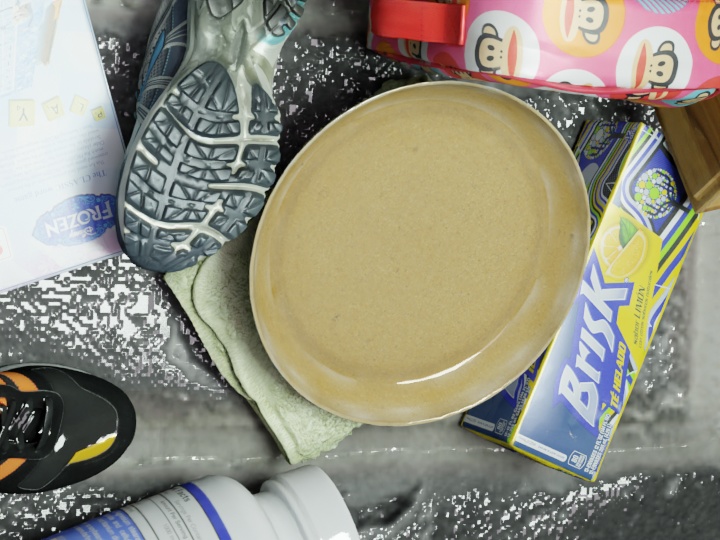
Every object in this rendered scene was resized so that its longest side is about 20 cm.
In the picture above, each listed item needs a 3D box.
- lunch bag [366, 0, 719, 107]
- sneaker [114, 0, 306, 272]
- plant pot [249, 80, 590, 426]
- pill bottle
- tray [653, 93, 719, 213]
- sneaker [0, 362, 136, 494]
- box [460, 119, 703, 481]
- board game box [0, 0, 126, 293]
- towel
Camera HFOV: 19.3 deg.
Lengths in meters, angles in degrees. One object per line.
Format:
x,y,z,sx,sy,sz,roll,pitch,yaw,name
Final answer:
0.085,-0.135,1.136,0.175,0.200,0.083,1,100,-23,lunch bag
-0.084,-0.092,1.125,0.077,0.086,0.202,24,77,-25,sneaker
0.030,-0.011,1.156,0.198,0.027,0.202,-9,115,-19,plant pot
-0.101,0.177,1.133,0.198,0.112,0.113,-19,102,-21,pill bottle
0.184,-0.144,1.187,0.037,0.099,0.202,-13,73,-22,tray
-0.204,0.084,1.090,0.198,0.090,0.071,5,93,-23,sneaker
0.134,0.016,1.241,0.064,0.070,0.202,24,85,-24,box
-0.228,-0.079,1.091,0.198,0.041,0.201,-18,102,-21,board game box
0.000,0.000,1.200,0.200,0.036,0.149,-41,110,-15,towel
